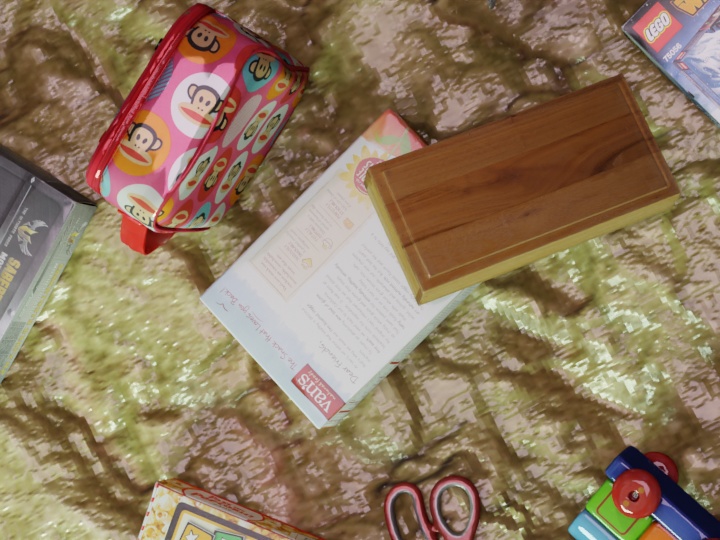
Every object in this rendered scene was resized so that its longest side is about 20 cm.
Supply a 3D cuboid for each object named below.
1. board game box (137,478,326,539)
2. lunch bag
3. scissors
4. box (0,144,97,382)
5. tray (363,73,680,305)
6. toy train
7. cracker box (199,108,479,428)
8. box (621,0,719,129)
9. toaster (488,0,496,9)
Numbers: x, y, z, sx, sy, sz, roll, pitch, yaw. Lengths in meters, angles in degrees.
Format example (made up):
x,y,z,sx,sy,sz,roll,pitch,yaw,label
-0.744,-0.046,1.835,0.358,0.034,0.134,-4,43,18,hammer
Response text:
x,y,z,sx,sy,sz,roll,pitch,yaw,label
-0.081,0.260,1.448,0.199,0.046,0.152,21,92,13,board game box
-0.118,-0.092,1.396,0.082,0.200,0.177,31,94,8,lunch bag
0.078,0.244,1.431,0.073,0.014,0.201,-22,84,9,scissors
-0.319,-0.005,1.514,0.158,0.048,0.201,30,94,12,box
0.114,-0.058,1.380,0.199,0.037,0.099,-21,75,-13,tray
0.228,0.227,1.365,0.200,0.085,0.116,42,107,11,toy train
0.000,0.000,1.436,0.200,0.058,0.134,-44,80,6,cracker box
0.302,-0.194,1.385,0.200,0.040,0.137,-45,80,7,box
0.097,-0.309,1.397,0.181,0.119,0.200,41,96,12,toaster
